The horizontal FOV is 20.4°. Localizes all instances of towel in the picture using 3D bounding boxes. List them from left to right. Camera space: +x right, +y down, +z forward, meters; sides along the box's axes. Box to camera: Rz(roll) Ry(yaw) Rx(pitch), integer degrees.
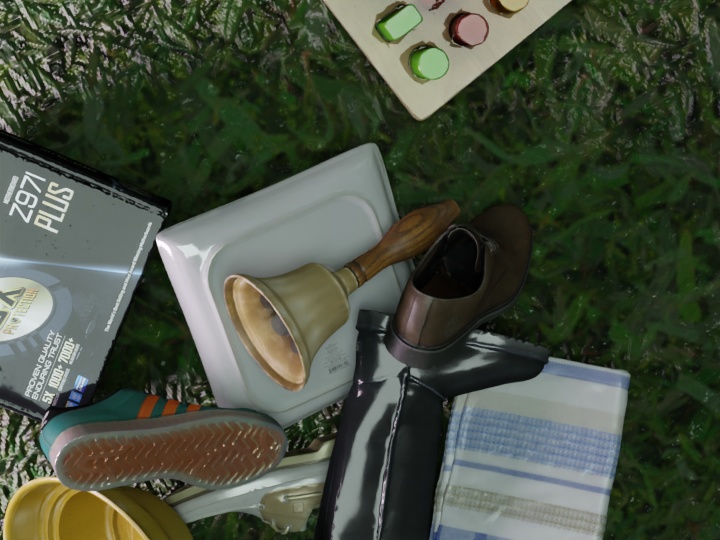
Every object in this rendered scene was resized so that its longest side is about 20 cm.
[{"bbox_3d":[0.137,0.165,1.650,0.146,0.024,0.201,8,80,15],"label":"towel"}]

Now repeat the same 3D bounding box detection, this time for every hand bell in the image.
[{"bbox_3d":[0.000,0.000,1.590,0.199,0.104,0.105,-33,98,-24],"label":"hand bell"}]

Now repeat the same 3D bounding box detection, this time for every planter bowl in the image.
[{"bbox_3d":[-0.192,0.240,1.636,0.200,0.083,0.202,20,125,31],"label":"planter bowl"}]

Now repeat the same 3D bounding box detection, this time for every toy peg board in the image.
[{"bbox_3d":[0.066,-0.257,1.605,0.199,0.098,0.200,-38,97,2],"label":"toy peg board"}]

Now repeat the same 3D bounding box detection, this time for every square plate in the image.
[{"bbox_3d":[-0.042,0.023,1.627,0.199,0.028,0.199,-24,109,-14],"label":"square plate"}]

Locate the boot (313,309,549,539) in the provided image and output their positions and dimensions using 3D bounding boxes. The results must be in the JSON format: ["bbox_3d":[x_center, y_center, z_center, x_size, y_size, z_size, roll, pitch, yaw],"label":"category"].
[{"bbox_3d":[0.058,0.144,1.622,0.164,0.066,0.201,10,86,-7],"label":"boot"}]

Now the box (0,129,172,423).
[{"bbox_3d":[-0.264,0.007,1.625,0.163,0.086,0.201,23,95,-5],"label":"box"}]

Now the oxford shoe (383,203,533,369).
[{"bbox_3d":[0.092,-0.005,1.593,0.072,0.200,0.085,25,130,13],"label":"oxford shoe"}]

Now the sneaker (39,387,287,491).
[{"bbox_3d":[-0.157,0.126,1.587,0.199,0.080,0.072,2,118,-27],"label":"sneaker"}]

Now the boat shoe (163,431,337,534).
[{"bbox_3d":[-0.061,0.185,1.660,0.199,0.075,0.069,-16,91,-2],"label":"boat shoe"}]
